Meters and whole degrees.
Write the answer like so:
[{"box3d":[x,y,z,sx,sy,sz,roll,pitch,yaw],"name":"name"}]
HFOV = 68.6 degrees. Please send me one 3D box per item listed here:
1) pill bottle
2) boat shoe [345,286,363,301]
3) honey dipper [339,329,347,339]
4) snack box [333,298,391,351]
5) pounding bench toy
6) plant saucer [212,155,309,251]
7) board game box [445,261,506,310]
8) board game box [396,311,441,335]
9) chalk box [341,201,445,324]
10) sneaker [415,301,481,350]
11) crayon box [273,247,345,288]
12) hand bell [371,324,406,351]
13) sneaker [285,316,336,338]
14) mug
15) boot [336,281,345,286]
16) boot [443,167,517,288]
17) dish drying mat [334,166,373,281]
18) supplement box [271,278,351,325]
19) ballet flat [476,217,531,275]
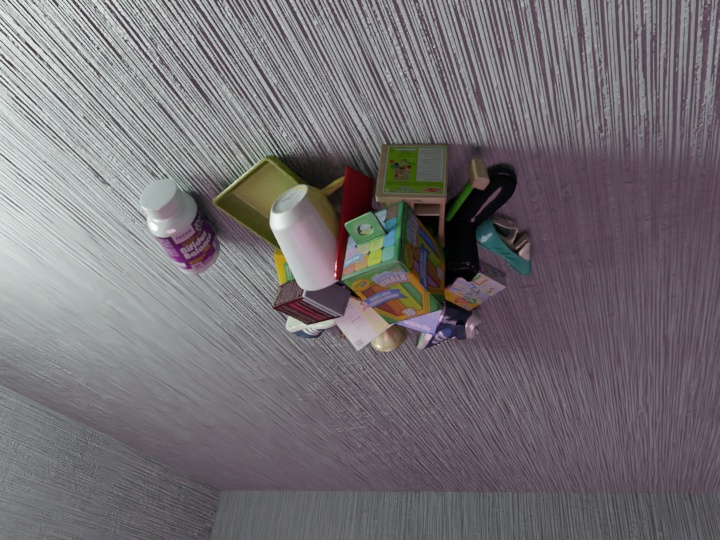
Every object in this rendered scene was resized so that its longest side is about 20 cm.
[{"box3d":[-0.386,-0.093,1.133,0.107,0.116,0.203,-1,145,13],"name":"pill bottle"},{"box3d":[0.058,0.032,1.175,0.192,0.072,0.079,-13,101,12],"name":"boat shoe"},{"box3d":[0.036,0.180,1.492,0.191,0.039,0.039,3,145,3],"name":"honey dipper"},{"box3d":[0.033,0.085,1.253,0.198,0.037,0.117,-38,100,16],"name":"snack box"},{"box3d":[0.132,-0.126,0.968,0.191,0.128,0.158,2,145,9],"name":"pounding bench toy"},{"box3d":[-0.170,-0.142,1.077,0.196,0.049,0.198,-25,133,38],"name":"plant saucer"},{"box3d":[0.221,0.016,1.225,0.195,0.035,0.134,25,141,-21],"name":"board game box"},{"box3d":[0.100,0.085,1.285,0.192,0.020,0.106,17,121,4],"name":"board game box"},{"box3d":[0.050,-0.020,0.911,0.122,0.128,0.199,-18,138,33],"name":"chalk box"},{"box3d":[0.235,0.162,1.382,0.141,0.083,0.203,17,138,-6],"name":"sneaker"},{"box3d":[-0.111,0.010,1.266,0.165,0.060,0.203,7,144,4],"name":"crayon box"},{"box3d":[0.049,0.100,1.356,0.100,0.106,0.205,-5,129,19],"name":"hand bell"},{"box3d":[-0.113,0.144,1.442,0.195,0.077,0.084,-10,141,40],"name":"sneaker"},{"box3d":[-0.087,-0.086,0.998,0.145,0.190,0.155,-4,132,38],"name":"mug"},{"box3d":[0.000,0.000,1.132,0.194,0.074,0.092,23,137,5],"name":"boot"},{"box3d":[0.215,-0.073,0.986,0.075,0.174,0.198,25,142,-29],"name":"boot"},{"box3d":[-0.012,-0.079,0.967,0.018,0.209,0.075,-6,164,44],"name":"dish drying mat"},{"box3d":[-0.115,0.067,1.199,0.107,0.063,0.198,28,156,-23],"name":"supplement box"},{"box3d":[0.308,-0.053,1.089,0.196,0.069,0.070,28,126,-29],"name":"ballet flat"}]
